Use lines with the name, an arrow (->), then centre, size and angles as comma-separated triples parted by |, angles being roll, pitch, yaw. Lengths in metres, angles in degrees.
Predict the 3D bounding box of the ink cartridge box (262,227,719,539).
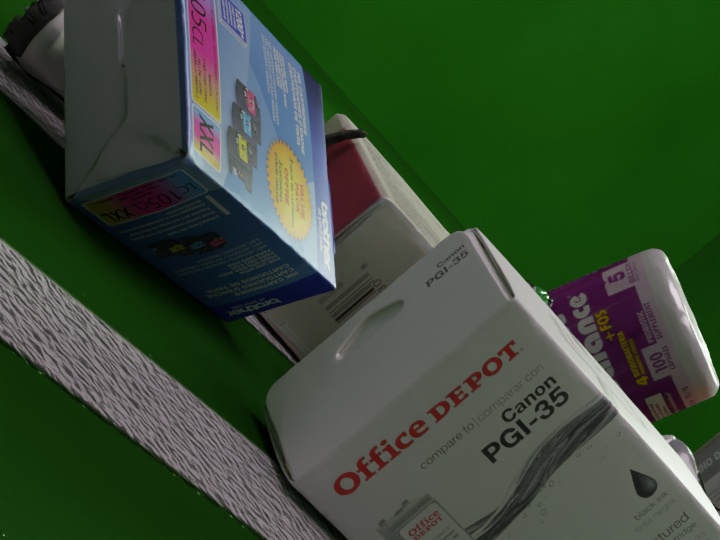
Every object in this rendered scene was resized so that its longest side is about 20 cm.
ink cartridge box -> 0.068, 0.102, 1.018 | 0.200, 0.146, 0.083 | 46, 8, -28

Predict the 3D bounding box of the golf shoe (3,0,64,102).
golf shoe -> -0.128, -0.102, 1.153 | 0.095, 0.078, 0.200 | 53, 8, 22

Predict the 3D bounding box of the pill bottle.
pill bottle -> 0.139, 0.072, 1.409 | 0.113, 0.199, 0.112 | 66, 10, 0

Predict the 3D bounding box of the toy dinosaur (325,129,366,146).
toy dinosaur -> -0.098, -0.107, 1.332 | 0.198, 0.048, 0.088 | 14, 2, -8

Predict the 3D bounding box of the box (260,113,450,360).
box -> 0.000, 0.000, 1.317 | 0.128, 0.109, 0.200 | 48, 6, -19

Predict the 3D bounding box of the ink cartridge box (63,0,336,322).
ink cartridge box -> -0.076, -0.064, 1.080 | 0.200, 0.076, 0.138 | 44, 36, -56

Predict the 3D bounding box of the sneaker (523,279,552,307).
sneaker -> 0.041, 0.045, 1.156 | 0.085, 0.078, 0.200 | 41, 38, 16

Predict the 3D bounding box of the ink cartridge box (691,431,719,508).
ink cartridge box -> 0.247, 0.222, 1.348 | 0.176, 0.200, 0.084 | 53, 6, 21

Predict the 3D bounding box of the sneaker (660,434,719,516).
sneaker -> 0.227, 0.199, 1.273 | 0.078, 0.077, 0.202 | 145, -72, -76
